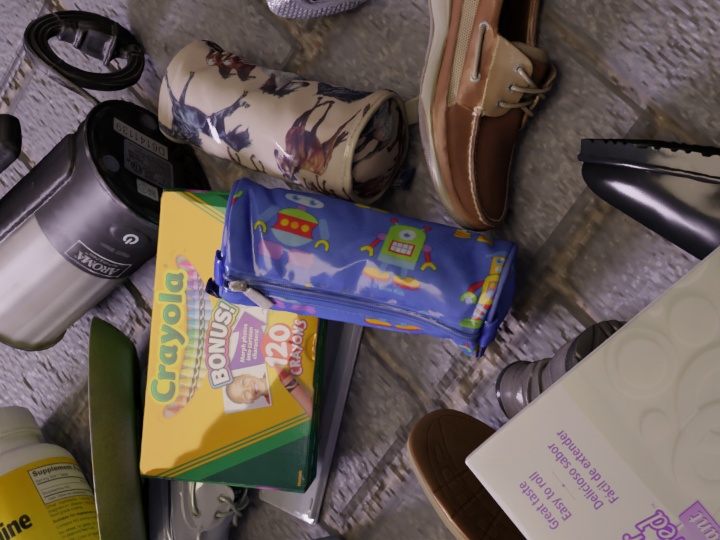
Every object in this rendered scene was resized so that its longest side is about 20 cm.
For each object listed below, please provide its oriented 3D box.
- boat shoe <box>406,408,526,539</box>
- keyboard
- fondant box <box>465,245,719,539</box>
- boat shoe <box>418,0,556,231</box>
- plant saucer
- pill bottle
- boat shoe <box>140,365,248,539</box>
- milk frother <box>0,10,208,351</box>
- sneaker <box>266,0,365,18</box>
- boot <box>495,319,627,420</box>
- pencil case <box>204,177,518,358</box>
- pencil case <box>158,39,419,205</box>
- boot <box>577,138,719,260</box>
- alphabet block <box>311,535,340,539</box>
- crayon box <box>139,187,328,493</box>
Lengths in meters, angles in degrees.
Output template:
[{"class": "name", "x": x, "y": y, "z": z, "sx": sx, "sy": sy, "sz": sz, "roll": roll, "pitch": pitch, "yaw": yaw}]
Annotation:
[{"class": "boat shoe", "x": 0.097, "y": 0.177, "z": 0.816, "sx": 0.200, "sy": 0.072, "sz": 0.072, "roll": 45, "pitch": 147, "yaw": 10}, {"class": "keyboard", "x": -0.033, "y": 0.082, "z": 0.948, "sx": 0.056, "sy": 0.011, "sz": 0.201, "roll": 21, "pitch": 102, "yaw": 39}, {"class": "fondant box", "x": 0.175, "y": 0.088, "z": 0.659, "sx": 0.200, "sy": 0.058, "sz": 0.144, "roll": -41, "pitch": 81, "yaw": 6}, {"class": "boat shoe", "x": 0.084, "y": -0.125, "z": 0.827, "sx": 0.071, "sy": 0.076, "sz": 0.201, "roll": 0, "pitch": 92, "yaw": 33}, {"class": "plant saucer", "x": -0.176, "y": 0.133, "z": 0.968, "sx": 0.031, "sy": 0.200, "sz": 0.201, "roll": -4, "pitch": 87, "yaw": -7}, {"class": "pill bottle", "x": -0.261, "y": 0.214, "z": 1.044, "sx": 0.112, "sy": 0.112, "sz": 0.200, "roll": -45, "pitch": 66, "yaw": 26}, {"class": "boat shoe", "x": -0.117, "y": 0.163, "z": 0.966, "sx": 0.066, "sy": 0.074, "sz": 0.201, "roll": -10, "pitch": 89, "yaw": 15}, {"class": "milk frother", "x": -0.238, "y": -0.077, "z": 1.031, "sx": 0.188, "sy": 0.180, "sz": 0.200, "roll": -35, "pitch": 28, "yaw": 29}, {"class": "sneaker", "x": 0.003, "y": -0.263, "z": 0.883, "sx": 0.200, "sy": 0.075, "sz": 0.115, "roll": -33, "pitch": 72, "yaw": 25}, {"class": "boot", "x": 0.163, "y": 0.127, "z": 0.761, "sx": 0.201, "sy": 0.070, "sz": 0.132, "roll": 63, "pitch": 158, "yaw": 9}, {"class": "pencil case", "x": 0.000, "y": 0.000, "z": 0.831, "sx": 0.199, "sy": 0.087, "sz": 0.078, "roll": 13, "pitch": 136, "yaw": 6}, {"class": "pencil case", "x": -0.056, "y": -0.108, "z": 0.922, "sx": 0.199, "sy": 0.089, "sz": 0.078, "roll": 21, "pitch": 130, "yaw": 33}, {"class": "boot", "x": 0.205, "y": 0.012, "z": 0.748, "sx": 0.198, "sy": 0.073, "sz": 0.163, "roll": 14, "pitch": 104, "yaw": 36}, {"class": "alphabet block", "x": -0.076, "y": 0.324, "z": 0.870, "sx": 0.196, "sy": 0.195, "sz": 0.200, "roll": -46, "pitch": 65, "yaw": 28}, {"class": "crayon box", "x": -0.084, "y": 0.047, "z": 0.911, "sx": 0.118, "sy": 0.058, "sz": 0.201, "roll": 4, "pitch": 90, "yaw": 5}]
